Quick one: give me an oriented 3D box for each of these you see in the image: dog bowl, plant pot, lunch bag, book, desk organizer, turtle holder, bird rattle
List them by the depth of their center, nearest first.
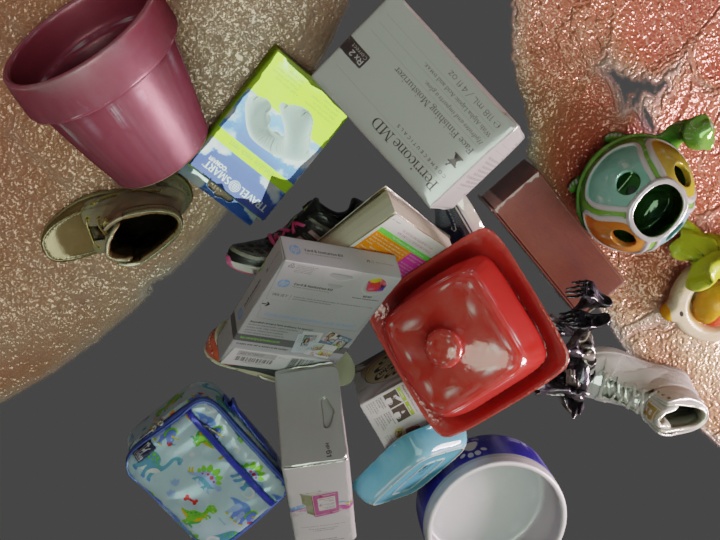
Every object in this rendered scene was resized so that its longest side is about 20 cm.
[{"bbox_3d":[-0.271,-0.201,1.271,0.199,0.201,0.180,-28,127,4],"label":"plant pot"},{"bbox_3d":[0.000,0.000,1.374,0.199,0.048,0.133,-36,137,20],"label":"book"},{"bbox_3d":[0.363,-0.100,1.398,0.184,0.132,0.142,-24,109,0],"label":"turtle holder"},{"bbox_3d":[0.246,-0.039,1.441,0.077,0.072,0.200,-40,109,6],"label":"desk organizer"},{"bbox_3d":[-0.201,0.257,1.491,0.160,0.083,0.201,-36,111,4],"label":"lunch bag"},{"bbox_3d":[0.487,0.021,1.496,0.199,0.113,0.164,18,119,-26],"label":"bird rattle"},{"bbox_3d":[0.179,0.332,1.554,0.198,0.079,0.202,-4,112,-9],"label":"dog bowl"}]

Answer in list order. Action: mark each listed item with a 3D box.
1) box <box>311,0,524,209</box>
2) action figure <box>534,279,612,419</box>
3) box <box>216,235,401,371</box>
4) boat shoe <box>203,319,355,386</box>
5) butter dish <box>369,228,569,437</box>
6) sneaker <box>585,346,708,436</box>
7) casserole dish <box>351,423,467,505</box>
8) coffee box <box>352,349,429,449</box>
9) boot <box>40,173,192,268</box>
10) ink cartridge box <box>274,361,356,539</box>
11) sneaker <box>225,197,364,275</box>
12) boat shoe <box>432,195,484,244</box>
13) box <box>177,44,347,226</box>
[{"bbox_3d":[0.072,-0.183,1.272,0.131,0.200,0.199,-43,85,10],"label":"box"},{"bbox_3d":[0.254,0.103,1.417,0.101,0.119,0.201,10,136,4],"label":"action figure"},{"bbox_3d":[-0.065,0.048,1.347,0.155,0.041,0.200,9,138,-28],"label":"box"},{"bbox_3d":[-0.105,0.114,1.460,0.198,0.072,0.063,15,147,-20],"label":"boat shoe"},{"bbox_3d":[0.111,0.082,1.310,0.199,0.148,0.200,-33,85,18],"label":"butter dish"},{"bbox_3d":[0.366,0.163,1.503,0.198,0.116,0.074,8,111,-8],"label":"sneaker"},{"bbox_3d":[0.068,0.256,1.479,0.120,0.039,0.200,-10,151,-38],"label":"casserole dish"},{"bbox_3d":[0.096,0.132,1.462,0.199,0.113,0.080,-29,111,5],"label":"coffee box"},{"bbox_3d":[-0.297,-0.045,1.331,0.198,0.155,0.073,-21,111,3],"label":"boot"},{"bbox_3d":[-0.057,0.235,1.424,0.084,0.145,0.201,-6,139,-3],"label":"ink cartridge box"},{"bbox_3d":[-0.072,-0.047,1.402,0.198,0.074,0.088,-8,109,-8],"label":"sneaker"},{"bbox_3d":[0.112,-0.032,1.423,0.092,0.075,0.201,-32,110,-2],"label":"boat shoe"},{"bbox_3d":[-0.118,-0.158,1.369,0.122,0.048,0.200,37,101,-17],"label":"box"}]
